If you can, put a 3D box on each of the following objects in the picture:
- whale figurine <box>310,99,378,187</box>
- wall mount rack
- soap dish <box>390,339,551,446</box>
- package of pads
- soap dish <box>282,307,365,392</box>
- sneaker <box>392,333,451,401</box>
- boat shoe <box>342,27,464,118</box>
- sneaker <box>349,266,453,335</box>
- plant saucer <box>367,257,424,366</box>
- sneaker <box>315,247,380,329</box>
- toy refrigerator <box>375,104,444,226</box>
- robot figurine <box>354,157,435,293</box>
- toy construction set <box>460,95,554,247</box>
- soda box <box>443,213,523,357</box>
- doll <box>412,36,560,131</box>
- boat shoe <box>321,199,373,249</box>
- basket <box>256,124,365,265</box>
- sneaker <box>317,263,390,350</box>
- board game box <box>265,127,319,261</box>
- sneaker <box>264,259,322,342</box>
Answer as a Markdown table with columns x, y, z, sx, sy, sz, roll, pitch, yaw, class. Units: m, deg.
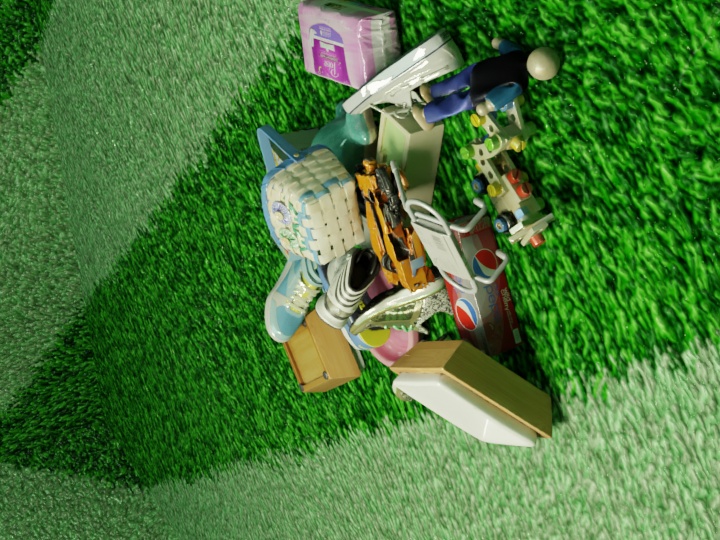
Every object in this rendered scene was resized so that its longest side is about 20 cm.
| x | y | z | sx | sy | sz | roll | pitch | yaw | class |
| --- | --- | --- | --- | --- | --- | --- | --- | --- | --- |
| -0.024 | -0.193 | 1.679 | 0.200 | 0.104 | 0.159 | 112 | 146 | -72 | whale figurine |
| 0.106 | -0.061 | 1.427 | 0.174 | 0.075 | 0.200 | 26 | 158 | 37 | wall mount rack |
| 0.161 | 0.172 | 1.532 | 0.200 | 0.081 | 0.157 | 33 | 162 | -19 | soap dish |
| -0.015 | -0.345 | 1.631 | 0.200 | 0.076 | 0.121 | 31 | 134 | 52 | package of pads |
| -0.079 | 0.154 | 2.081 | 0.157 | 0.081 | 0.200 | 67 | 154 | 6 | soap dish |
| 0.115 | 0.184 | 1.753 | 0.089 | 0.077 | 0.200 | 53 | 152 | 15 | sneaker |
| 0.066 | -0.254 | 1.506 | 0.202 | 0.075 | 0.086 | -30 | 103 | 35 | boat shoe |
| 0.069 | 0.071 | 1.678 | 0.200 | 0.077 | 0.089 | -28 | 98 | 32 | sneaker |
| 0.048 | 0.064 | 1.816 | 0.201 | 0.051 | 0.201 | 41 | 142 | 43 | plant saucer |
| 0.000 | 0.000 | 1.683 | 0.076 | 0.201 | 0.115 | 35 | 121 | -10 | sneaker |
| 0.065 | -0.149 | 1.618 | 0.076 | 0.070 | 0.200 | 48 | 147 | 36 | toy refrigerator |
| 0.046 | -0.071 | 1.566 | 0.145 | 0.058 | 0.200 | -155 | 48 | -68 | robot figurine |
| 0.198 | -0.116 | 1.380 | 0.131 | 0.092 | 0.200 | 131 | 127 | -60 | toy construction set |
| 0.167 | 0.021 | 1.546 | 0.070 | 0.063 | 0.200 | -2 | 105 | 60 | soda box |
| 0.159 | -0.239 | 1.343 | 0.200 | 0.137 | 0.048 | -13 | 136 | 42 | doll |
| -0.002 | -0.094 | 1.783 | 0.200 | 0.062 | 0.075 | 36 | 124 | 40 | boat shoe |
| -0.089 | -0.116 | 1.638 | 0.200 | 0.139 | 0.176 | 44 | 156 | 46 | basket |
| -0.024 | 0.047 | 1.805 | 0.200 | 0.074 | 0.082 | 66 | 155 | 11 | sneaker |
| -0.102 | -0.134 | 1.892 | 0.103 | 0.105 | 0.200 | -129 | 32 | -51 | board game box |
| -0.102 | 0.034 | 1.962 | 0.131 | 0.080 | 0.200 | -13 | 55 | 58 | sneaker |
